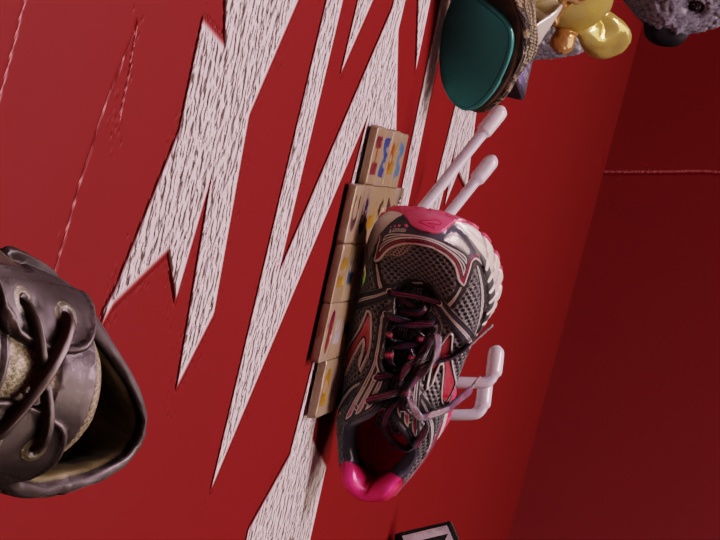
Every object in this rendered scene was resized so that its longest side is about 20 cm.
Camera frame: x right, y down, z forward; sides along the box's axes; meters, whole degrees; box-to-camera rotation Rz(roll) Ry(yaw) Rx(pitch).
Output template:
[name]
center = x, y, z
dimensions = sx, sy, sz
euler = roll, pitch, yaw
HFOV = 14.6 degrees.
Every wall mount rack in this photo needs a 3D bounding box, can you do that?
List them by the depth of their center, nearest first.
[wall mount rack]
center = 0.055, -0.002, 1.744
dimensions = 0.200, 0.075, 0.174
euler = 94, -6, -77

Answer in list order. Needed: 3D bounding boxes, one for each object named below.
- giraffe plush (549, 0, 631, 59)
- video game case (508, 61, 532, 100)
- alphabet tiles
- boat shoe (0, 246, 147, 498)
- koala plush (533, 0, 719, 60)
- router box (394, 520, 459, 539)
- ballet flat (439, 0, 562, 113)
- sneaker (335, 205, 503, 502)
[giraffe plush]
center = 0.145, -0.226, 1.810
dimensions = 0.162, 0.172, 0.200
euler = -63, 178, 17
[video game case]
center = 0.136, -0.239, 2.151
dimensions = 0.143, 0.019, 0.200
euler = 40, 64, -81
[alphabet tiles]
center = 0.000, 0.000, 1.621
dimensions = 0.200, 0.006, 0.167
euler = -6, 109, -82
[boat shoe]
center = -0.099, 0.023, 0.748
dimensions = 0.200, 0.065, 0.073
euler = 33, 72, -81
[koala plush]
center = 0.200, -0.229, 1.956
dimensions = 0.177, 0.200, 0.184
euler = 38, 65, -81
[router box]
center = 0.064, 0.312, 2.160
dimensions = 0.200, 0.051, 0.149
euler = 95, -22, -49
[ballet flat]
center = 0.092, -0.178, 1.714
dimensions = 0.075, 0.068, 0.200
euler = -31, 147, -23
[sneaker]
center = 0.031, 0.048, 1.604
dimensions = 0.075, 0.081, 0.200
euler = -65, 166, -49
